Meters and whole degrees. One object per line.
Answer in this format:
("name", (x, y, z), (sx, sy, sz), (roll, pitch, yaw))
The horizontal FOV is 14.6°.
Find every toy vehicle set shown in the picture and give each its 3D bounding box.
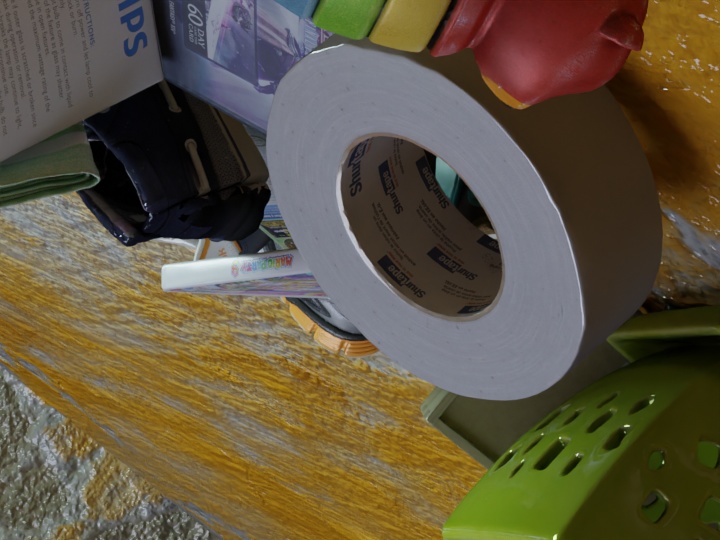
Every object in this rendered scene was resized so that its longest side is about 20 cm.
("toy vehicle set", (0.148, 0.095, 1.618), (0.200, 0.124, 0.027), (39, -172, -13))

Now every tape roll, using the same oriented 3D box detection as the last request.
("tape roll", (0.048, -0.036, 1.365), (0.200, 0.066, 0.201), (30, 141, 28))

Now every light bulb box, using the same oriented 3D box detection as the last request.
("light bulb box", (-0.245, -0.149, 1.500), (0.198, 0.200, 0.125), (34, 142, 39))

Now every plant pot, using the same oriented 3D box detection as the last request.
("plant pot", (0.191, 0.131, 1.511), (0.200, 0.182, 0.199), (38, 168, -11))

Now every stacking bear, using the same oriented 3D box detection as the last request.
("stacking bear", (0.025, -0.135, 1.164), (0.199, 0.114, 0.121), (25, -174, -4))

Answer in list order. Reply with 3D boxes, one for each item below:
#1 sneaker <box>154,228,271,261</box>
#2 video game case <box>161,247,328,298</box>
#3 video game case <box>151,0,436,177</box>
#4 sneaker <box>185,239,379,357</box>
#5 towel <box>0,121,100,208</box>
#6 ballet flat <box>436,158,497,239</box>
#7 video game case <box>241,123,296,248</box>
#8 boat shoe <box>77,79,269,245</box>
("sneaker", (-0.137, -0.078, 1.798), (0.200, 0.079, 0.079), (44, 167, 19))
("video game case", (0.000, 0.000, 1.593), (0.143, 0.018, 0.200), (3, 174, -37))
("video game case", (-0.043, -0.124, 1.462), (0.200, 0.019, 0.143), (31, 143, 26))
("sneaker", (-0.051, -0.030, 1.846), (0.200, 0.078, 0.077), (35, 145, 9))
("towel", (-0.235, -0.091, 1.542), (0.200, 0.152, 0.023), (-114, 15, -52))
("ballet flat", (0.079, -0.044, 1.479), (0.072, 0.068, 0.200), (21, 169, -22))
("video game case", (-0.015, -0.039, 1.678), (0.143, 0.018, 0.200), (-2, 147, 44))
("boat shoe", (-0.137, -0.099, 1.586), (0.092, 0.075, 0.200), (-11, -125, -45))
